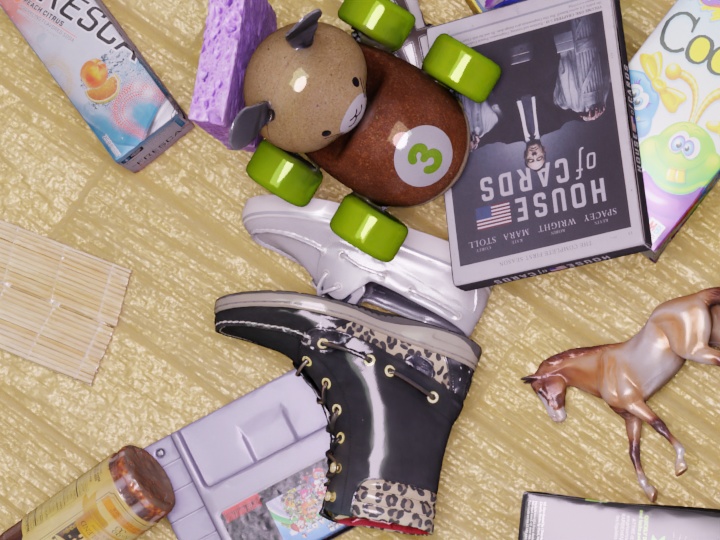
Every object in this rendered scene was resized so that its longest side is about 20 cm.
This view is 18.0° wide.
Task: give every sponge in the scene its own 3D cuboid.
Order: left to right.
[{"bbox_3d":[-0.091,-0.152,1.681,0.030,0.200,0.112,8,87,5],"label":"sponge"}]

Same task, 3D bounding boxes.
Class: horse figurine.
[{"bbox_3d":[0.231,0.075,1.685,0.200,0.050,0.133,-42,68,24],"label":"horse figurine"}]

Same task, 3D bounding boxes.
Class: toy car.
[{"bbox_3d":[-0.019,-0.118,1.591,0.157,0.200,0.165,33,96,23],"label":"toy car"}]

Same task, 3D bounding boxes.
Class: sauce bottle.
[{"bbox_3d":[-0.233,0.210,1.732,0.200,0.066,0.066,-37,82,16],"label":"sauce bottle"}]

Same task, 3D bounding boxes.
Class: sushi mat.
[{"bbox_3d":[-0.282,0.011,1.786,0.199,0.012,0.096,21,87,7],"label":"sushi mat"}]

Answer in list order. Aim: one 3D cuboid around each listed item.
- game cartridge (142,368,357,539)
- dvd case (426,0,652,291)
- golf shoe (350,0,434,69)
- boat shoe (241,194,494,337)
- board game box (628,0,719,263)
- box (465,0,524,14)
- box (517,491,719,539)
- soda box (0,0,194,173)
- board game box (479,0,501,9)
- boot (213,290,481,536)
[{"bbox_3d":[-0.056,0.150,1.739,0.199,0.038,0.130,-28,79,4],"label":"game cartridge"},{"bbox_3d":[0.127,-0.097,1.642,0.150,0.025,0.201,-13,73,25],"label":"dvd case"},{"bbox_3d":[0.040,-0.160,1.739,0.094,0.078,0.201,1,87,-11],"label":"golf shoe"},{"bbox_3d":[0.000,0.000,1.723,0.199,0.072,0.069,20,71,-2],"label":"boat shoe"},{"bbox_3d":[0.240,-0.119,1.687,0.105,0.103,0.200,38,91,8],"label":"board game box"},{"bbox_3d":[0.097,-0.238,1.730,0.064,0.070,0.201,-32,83,2],"label":"box"},{"bbox_3d":[0.213,0.229,1.641,0.199,0.149,0.125,6,85,8],"label":"box"},{"bbox_3d":[-0.215,-0.174,1.762,0.063,0.068,0.200,-38,81,3],"label":"soda box"},{"bbox_3d":[0.151,-0.290,1.655,0.200,0.105,0.103,-32,82,-35],"label":"board game box"},{"bbox_3d":[-0.021,0.104,1.680,0.202,0.074,0.155,12,77,-2],"label":"boot"}]
